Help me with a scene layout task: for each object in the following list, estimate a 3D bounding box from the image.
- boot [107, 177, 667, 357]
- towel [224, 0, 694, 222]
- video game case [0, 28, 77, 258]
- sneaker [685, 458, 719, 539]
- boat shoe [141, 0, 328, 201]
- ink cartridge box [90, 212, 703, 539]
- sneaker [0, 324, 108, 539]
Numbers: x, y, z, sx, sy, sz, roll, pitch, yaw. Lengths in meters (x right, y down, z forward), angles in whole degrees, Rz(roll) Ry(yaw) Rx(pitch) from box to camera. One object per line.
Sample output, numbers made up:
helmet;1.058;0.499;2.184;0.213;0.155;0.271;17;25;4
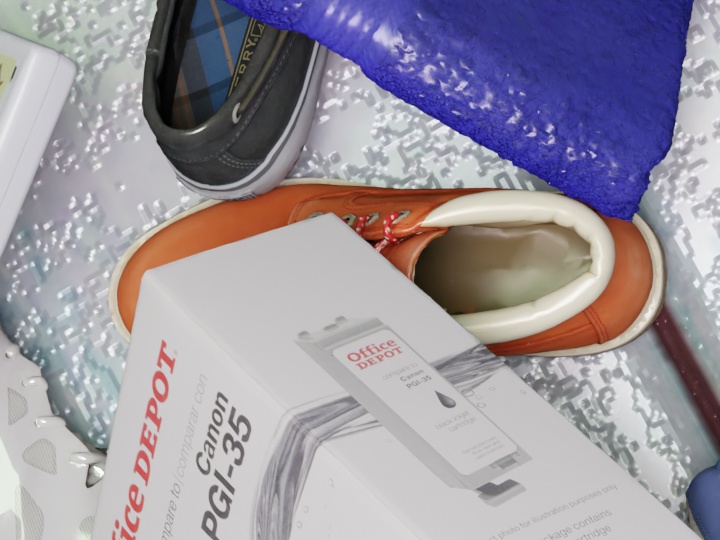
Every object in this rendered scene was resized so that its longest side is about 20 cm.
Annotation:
boot;0.000;0.000;0.866;0.200;0.107;0.075;-5;87;13
towel;0.015;-0.108;0.832;0.200;0.148;0.050;29;135;-12
video game case;-0.187;-0.002;0.892;0.182;0.022;0.200;24;92;51
sneaker;0.114;0.164;0.849;0.088;0.075;0.200;-5;85;11
boat shoe;-0.033;-0.125;0.889;0.069;0.057;0.200;5;76;19
ink cartridge box;0.008;0.100;0.772;0.200;0.083;0.147;42;133;33
sneaker;-0.109;0.068;0.913;0.115;0.076;0.201;-8;81;-6
